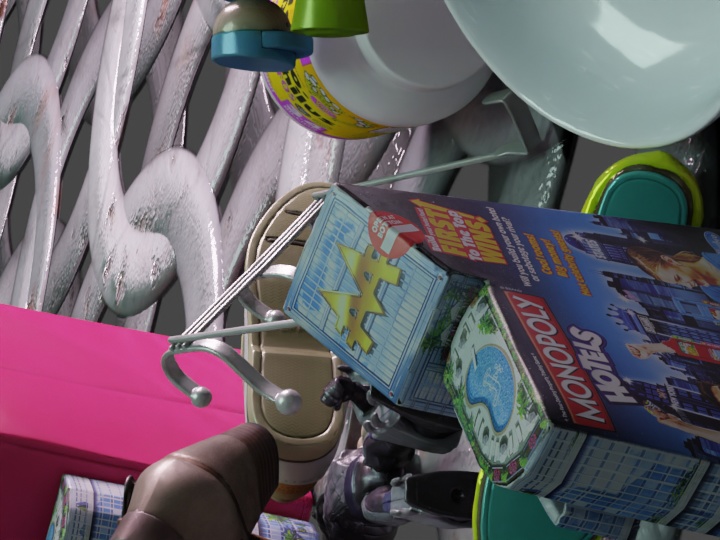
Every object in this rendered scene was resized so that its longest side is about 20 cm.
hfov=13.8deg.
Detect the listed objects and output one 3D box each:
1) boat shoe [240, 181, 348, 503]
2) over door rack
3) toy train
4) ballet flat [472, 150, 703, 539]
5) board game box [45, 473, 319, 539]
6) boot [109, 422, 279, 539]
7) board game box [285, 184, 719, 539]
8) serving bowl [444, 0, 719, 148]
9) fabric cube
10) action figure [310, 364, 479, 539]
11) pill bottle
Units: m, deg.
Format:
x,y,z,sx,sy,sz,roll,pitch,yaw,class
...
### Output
x,y,z,sx,sy,sz,roll,pitch,yaw,class
-0.036,0.039,1.670,0.068,0.075,0.200,103,178,-49,boat shoe
0.000,0.000,1.519,0.148,0.067,0.200,-47,12,-35,over door rack
-0.012,-0.163,1.426,0.200,0.085,0.116,-7,81,56,toy train
0.103,0.042,1.312,0.067,0.067,0.200,-63,-8,-80,ballet flat
-0.138,0.223,1.658,0.062,0.200,0.200,-143,66,-70,board game box
-0.082,0.179,1.550,0.146,0.070,0.200,-47,-47,-49,boot
0.081,0.038,1.124,0.200,0.200,0.062,-111,37,-59,board game box
0.112,-0.156,1.287,0.200,0.066,0.200,33,139,35,serving bowl
-0.166,0.154,1.784,0.200,0.199,0.196,-117,44,-62,fabric cube
0.009,0.106,1.518,0.200,0.069,0.130,139,130,-67,action figure
0.013,-0.125,1.562,0.200,0.104,0.104,175,107,-77,pill bottle
